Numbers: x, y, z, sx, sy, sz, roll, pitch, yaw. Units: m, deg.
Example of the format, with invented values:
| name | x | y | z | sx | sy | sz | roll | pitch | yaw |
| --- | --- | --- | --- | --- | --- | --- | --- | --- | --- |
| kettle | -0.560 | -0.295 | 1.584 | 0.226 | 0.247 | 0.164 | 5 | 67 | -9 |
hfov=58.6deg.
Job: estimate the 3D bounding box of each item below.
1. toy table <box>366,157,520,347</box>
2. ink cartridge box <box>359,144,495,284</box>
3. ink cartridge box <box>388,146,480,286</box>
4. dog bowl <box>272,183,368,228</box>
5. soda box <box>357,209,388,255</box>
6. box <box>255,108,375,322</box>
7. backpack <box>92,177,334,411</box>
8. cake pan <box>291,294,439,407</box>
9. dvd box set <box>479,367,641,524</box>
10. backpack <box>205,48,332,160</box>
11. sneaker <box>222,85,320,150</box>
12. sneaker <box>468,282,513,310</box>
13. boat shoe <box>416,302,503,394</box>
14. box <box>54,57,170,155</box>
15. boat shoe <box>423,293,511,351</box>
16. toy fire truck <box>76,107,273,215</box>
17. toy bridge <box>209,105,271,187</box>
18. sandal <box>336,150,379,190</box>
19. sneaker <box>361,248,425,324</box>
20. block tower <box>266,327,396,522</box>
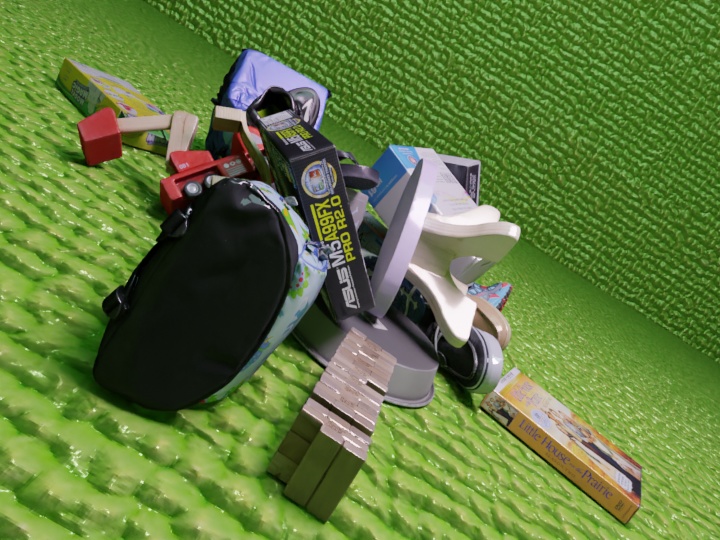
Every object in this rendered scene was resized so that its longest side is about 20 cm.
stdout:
| name | x | y | z | sx | sy | sz | roll | pitch | yaw |
| --- | --- | --- | --- | --- | --- | --- | --- | --- | --- |
| toy table | 0.089 | -0.021 | 0.724 | 0.115 | 0.203 | 0.184 | 24 | -21 | -4 |
| ink cartridge box | 0.107 | -0.075 | 0.920 | 0.201 | 0.085 | 0.144 | 54 | 30 | 16 |
| ink cartridge box | 0.106 | -0.092 | 1.063 | 0.198 | 0.202 | 0.047 | 18 | 28 | 42 |
| dog bowl | -0.084 | -0.096 | 0.885 | 0.196 | 0.060 | 0.200 | 14 | 2 | 0 |
| soda box | 0.000 | -0.057 | 1.034 | 0.068 | 0.064 | 0.200 | 15 | 23 | -46 |
| box | -0.050 | -0.065 | 0.651 | 0.043 | 0.163 | 0.200 | -18 | 27 | -10 |
| backpack | -0.097 | 0.007 | 0.494 | 0.153 | 0.164 | 0.200 | 35 | 6 | -20 |
| cake pan | 0.006 | 0.068 | 0.701 | 0.198 | 0.037 | 0.201 | 30 | 16 | -9 |
| dvd box set | 0.247 | 0.202 | 0.779 | 0.199 | 0.030 | 0.146 | 39 | 16 | 20 |
| backpack | -0.168 | -0.220 | 1.015 | 0.160 | 0.171 | 0.199 | 28 | -22 | -19 |
| sneaker | -0.103 | -0.208 | 0.867 | 0.071 | 0.082 | 0.200 | 52 | 37 | -5 |
| sneaker | 0.201 | 0.042 | 1.098 | 0.095 | 0.080 | 0.200 | 33 | 14 | 13 |
| boat shoe | 0.110 | 0.093 | 0.799 | 0.070 | 0.073 | 0.200 | 17 | 9 | -16 |
| box | -0.339 | -0.228 | 0.924 | 0.199 | 0.049 | 0.116 | 39 | 16 | 30 |
| boat shoe | 0.126 | 0.058 | 0.928 | 0.064 | 0.073 | 0.199 | 5 | 21 | -48 |
| toy fire truck | -0.205 | -0.136 | 0.742 | 0.197 | 0.049 | 0.142 | -25 | 74 | -27 |
| toy bridge | -0.130 | -0.086 | 0.697 | 0.066 | 0.027 | 0.204 | 5 | 63 | -19 |
| sandal | -0.056 | -0.140 | 0.833 | 0.198 | 0.044 | 0.075 | 17 | 3 | 43 |
| sneaker | 0.000 | 0.000 | 0.837 | 0.198 | 0.078 | 0.085 | 33 | 11 | 1 |
| block tower | -0.014 | 0.106 | 0.505 | 0.053 | 0.058 | 0.200 | 32 | 14 | 1 |
